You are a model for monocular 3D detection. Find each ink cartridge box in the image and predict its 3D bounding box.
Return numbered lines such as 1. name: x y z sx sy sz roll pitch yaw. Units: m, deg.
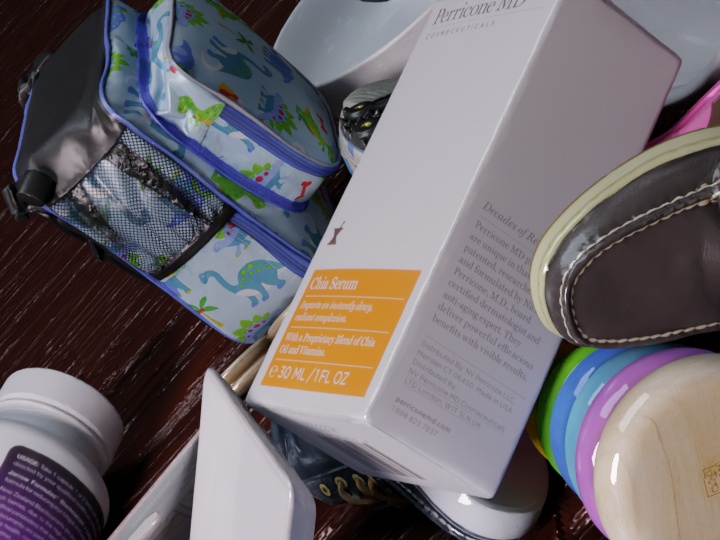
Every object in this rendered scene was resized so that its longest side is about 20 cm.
1. ink cartridge box: -0.113 0.135 0.865 0.160 0.047 0.200 -50 -16 -5

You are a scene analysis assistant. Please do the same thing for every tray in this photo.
1. tray: -0.048 0.152 0.751 0.107 0.022 0.201 -135 48 -57

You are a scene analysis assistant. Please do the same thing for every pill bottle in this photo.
1. pill bottle: -0.216 0.159 1.061 0.111 0.111 0.201 -25 32 43

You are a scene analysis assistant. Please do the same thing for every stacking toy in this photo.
1. stacking toy: 0.099 0.054 0.720 0.085 0.085 0.200 -49 19 -2

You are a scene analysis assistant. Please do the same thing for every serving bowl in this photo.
1. serving bowl: 0.034 -0.171 1.192 0.200 0.066 0.201 -34 28 21

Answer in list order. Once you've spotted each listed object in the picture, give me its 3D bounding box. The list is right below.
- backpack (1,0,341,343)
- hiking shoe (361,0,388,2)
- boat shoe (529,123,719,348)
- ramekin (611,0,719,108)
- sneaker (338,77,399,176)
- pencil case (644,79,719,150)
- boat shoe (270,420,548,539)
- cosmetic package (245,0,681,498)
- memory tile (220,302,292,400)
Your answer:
1. backpack: -0.094 -0.064 1.087 0.147 0.200 0.183 -40 28 17
2. hiking shoe: 0.063 -0.220 1.089 0.086 0.075 0.200 -15 -8 -43
3. boat shoe: 0.160 -0.018 0.653 0.199 0.074 0.065 -21 26 -6
4. ramekin: 0.153 -0.183 0.817 0.105 0.201 0.200 -18 12 -24
5. sneaker: 0.025 -0.069 0.997 0.071 0.073 0.200 -17 8 1
6. pencil case: 0.191 -0.070 0.729 0.200 0.094 0.091 -45 2 4
7. boat shoe: 0.019 0.087 0.835 0.200 0.071 0.091 53 128 54
8. cosmetic package: 0.042 -0.016 0.734 0.101 0.071 0.201 -1 60 59
9. memory tile: 0.000 0.000 0.974 0.200 0.017 0.153 -46 -5 9
